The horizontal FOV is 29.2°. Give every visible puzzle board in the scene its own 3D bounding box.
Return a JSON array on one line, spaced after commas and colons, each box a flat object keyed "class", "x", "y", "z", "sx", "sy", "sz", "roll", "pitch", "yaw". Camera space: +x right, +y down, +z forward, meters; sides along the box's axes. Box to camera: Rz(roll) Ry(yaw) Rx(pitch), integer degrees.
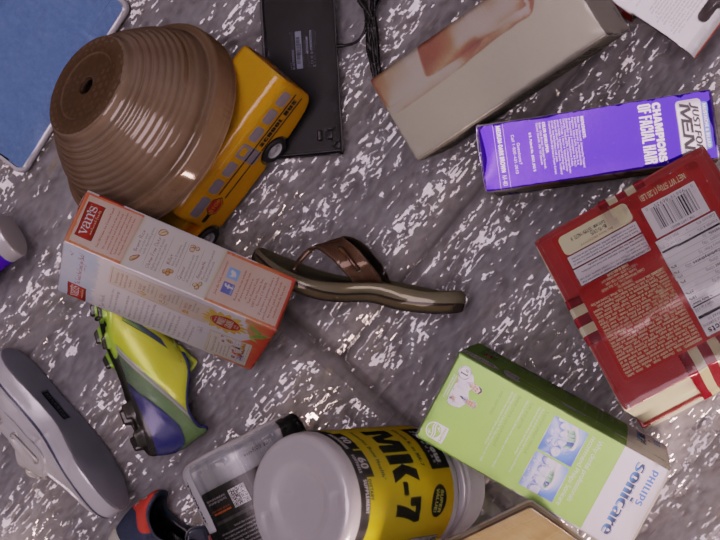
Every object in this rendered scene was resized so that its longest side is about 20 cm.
[{"class": "puzzle board", "x": 0.126, "y": 0.271, "z": 1.203, "sx": 0.151, "sy": 0.017, "sz": 0.200, "roll": 37, "pitch": 131, "yaw": -24}]

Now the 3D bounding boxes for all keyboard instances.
[{"class": "keyboard", "x": -0.032, "y": -0.209, "z": 1.300, "sx": 0.126, "sy": 0.021, "sz": 0.201, "roll": -3, "pitch": 91, "yaw": 18}]

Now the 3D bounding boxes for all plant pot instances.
[{"class": "plant pot", "x": -0.215, "y": -0.146, "z": 1.251, "sx": 0.200, "sy": 0.093, "sz": 0.202, "roll": -21, "pitch": 56, "yaw": 34}]

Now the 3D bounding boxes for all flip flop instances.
[{"class": "flip flop", "x": 0.000, "y": 0.000, "z": 1.266, "sx": 0.199, "sy": 0.081, "sz": 0.058, "roll": 10, "pitch": 98, "yaw": 7}]

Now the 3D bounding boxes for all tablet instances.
[{"class": "tablet", "x": -0.328, "y": -0.212, "z": 1.363, "sx": 0.130, "sy": 0.014, "sz": 0.200, "roll": 36, "pitch": 97, "yaw": 9}]

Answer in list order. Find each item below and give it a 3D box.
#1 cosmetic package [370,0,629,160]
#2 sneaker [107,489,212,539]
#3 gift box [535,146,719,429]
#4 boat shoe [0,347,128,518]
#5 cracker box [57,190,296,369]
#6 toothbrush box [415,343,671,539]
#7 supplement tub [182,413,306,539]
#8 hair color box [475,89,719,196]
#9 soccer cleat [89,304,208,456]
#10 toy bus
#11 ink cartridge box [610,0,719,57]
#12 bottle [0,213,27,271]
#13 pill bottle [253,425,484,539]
[{"class": "cosmetic package", "x": 0.121, "y": -0.188, "z": 1.203, "sx": 0.200, "sy": 0.103, "sz": 0.088, "roll": -32, "pitch": 88, "yaw": 24}, {"class": "sneaker", "x": -0.145, "y": 0.286, "z": 1.303, "sx": 0.200, "sy": 0.075, "sz": 0.085, "roll": 38, "pitch": 102, "yaw": 9}, {"class": "gift box", "x": 0.265, "y": 0.006, "z": 1.161, "sx": 0.184, "sy": 0.187, "sz": 0.201, "roll": -25, "pitch": 72, "yaw": 12}, {"class": "boat shoe", "x": -0.303, "y": 0.168, "z": 1.342, "sx": 0.065, "sy": 0.074, "sz": 0.200, "roll": -44, "pitch": 73, "yaw": 14}, {"class": "cracker box", "x": -0.169, "y": 0.012, "z": 1.245, "sx": 0.199, "sy": 0.134, "sz": 0.058, "roll": 23, "pitch": 67, "yaw": -7}, {"class": "toothbrush box", "x": 0.162, "y": 0.149, "z": 1.202, "sx": 0.199, "sy": 0.146, "sz": 0.086, "roll": 27, "pitch": 95, "yaw": 9}, {"class": "supplement tub", "x": -0.069, "y": 0.243, "z": 1.263, "sx": 0.122, "sy": 0.123, "sz": 0.201, "roll": -28, "pitch": 85, "yaw": 11}, {"class": "hair color box", "x": 0.208, "y": -0.109, "z": 1.207, "sx": 0.199, "sy": 0.109, "sz": 0.065, "roll": -9, "pitch": 89, "yaw": 12}, {"class": "soccer cleat", "x": -0.204, "y": 0.078, "z": 1.329, "sx": 0.083, "sy": 0.065, "sz": 0.201, "roll": -16, "pitch": 83, "yaw": -18}, {"class": "toy bus", "x": -0.134, "y": -0.105, "z": 1.285, "sx": 0.065, "sy": 0.078, "sz": 0.200, "roll": 42, "pitch": 99, "yaw": 24}, {"class": "ink cartridge box", "x": 0.246, "y": -0.286, "z": 1.226, "sx": 0.200, "sy": 0.050, "sz": 0.109, "roll": 38, "pitch": 98, "yaw": 8}, {"class": "bottle", "x": -0.420, "y": 0.012, "z": 1.350, "sx": 0.199, "sy": 0.084, "sz": 0.066, "roll": -29, "pitch": 85, "yaw": 11}, {"class": "pill bottle", "x": 0.013, "y": 0.193, "z": 1.196, "sx": 0.114, "sy": 0.200, "sz": 0.115, "roll": -2, "pitch": 86, "yaw": 40}]
